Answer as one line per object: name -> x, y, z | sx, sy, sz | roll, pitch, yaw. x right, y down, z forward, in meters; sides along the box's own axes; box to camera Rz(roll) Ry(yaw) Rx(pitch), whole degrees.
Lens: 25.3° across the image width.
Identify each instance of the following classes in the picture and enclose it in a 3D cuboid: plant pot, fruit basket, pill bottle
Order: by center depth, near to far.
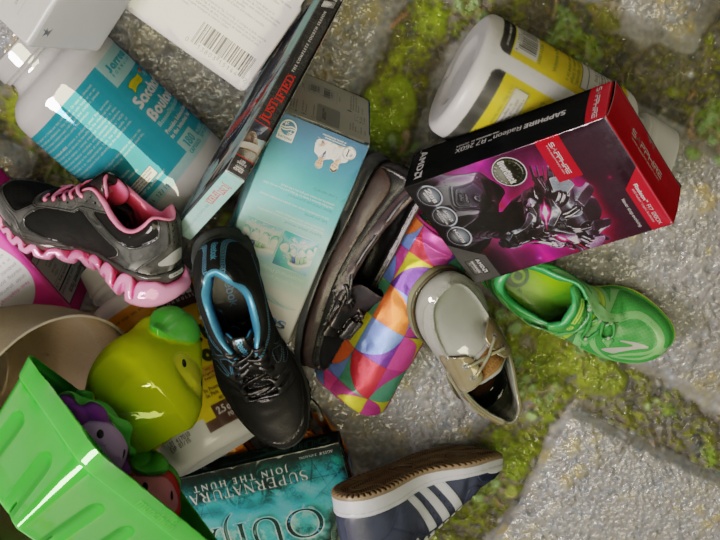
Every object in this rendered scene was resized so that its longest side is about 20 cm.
fruit basket -> -0.182, 0.134, 1.288 | 0.214, 0.155, 0.218 | -22, 134, -25
plant pot -> -0.299, 0.113, 1.347 | 0.133, 0.199, 0.203 | 21, 116, 37
pill bottle -> -0.221, -0.131, 1.388 | 0.200, 0.111, 0.111 | 42, 105, -15
pill bottle -> 0.169, -0.126, 1.392 | 0.198, 0.115, 0.115 | 28, 108, -10
pill bottle -> -0.170, 0.074, 1.434 | 0.109, 0.109, 0.202 | -31, 83, 11

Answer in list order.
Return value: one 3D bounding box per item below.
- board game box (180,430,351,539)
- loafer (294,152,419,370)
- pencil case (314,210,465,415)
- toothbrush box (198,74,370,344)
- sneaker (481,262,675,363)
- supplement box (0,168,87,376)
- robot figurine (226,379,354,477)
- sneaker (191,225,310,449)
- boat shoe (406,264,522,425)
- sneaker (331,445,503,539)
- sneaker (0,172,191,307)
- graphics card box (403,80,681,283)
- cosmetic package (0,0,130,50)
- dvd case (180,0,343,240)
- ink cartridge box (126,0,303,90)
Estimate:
board game box -> -0.099, 0.236, 1.510 | 0.197, 0.028, 0.137 | -13, 111, 5
loafer -> 0.000, 0.000, 1.405 | 0.062, 0.072, 0.202 | 23, 100, 19
pencil case -> 0.032, 0.036, 1.471 | 0.088, 0.089, 0.201 | 28, 108, -11
toothbrush box -> -0.064, -0.055, 1.400 | 0.084, 0.147, 0.202 | 20, 111, -7
sneaker -> 0.196, 0.040, 1.471 | 0.198, 0.084, 0.075 | 23, 109, -10
supplement box -> -0.345, -0.022, 1.432 | 0.101, 0.104, 0.201 | -35, 106, 13
robot figurine -> -0.087, 0.169, 1.531 | 0.144, 0.058, 0.201 | -31, 109, 10
sneaker -> -0.096, 0.068, 1.325 | 0.072, 0.082, 0.202 | -19, 111, 6
boat shoe -> 0.103, 0.069, 1.442 | 0.075, 0.068, 0.200 | -42, 141, -7
sneaker -> 0.057, 0.235, 1.504 | 0.198, 0.070, 0.110 | -12, 101, -38
sneaker -> -0.225, -0.048, 1.345 | 0.198, 0.079, 0.096 | 22, 129, 22
graphics card box -> 0.150, -0.070, 1.336 | 0.198, 0.051, 0.126 | -16, 128, 33
cosmetic package -> -0.251, -0.316, 1.277 | 0.200, 0.123, 0.200 | 42, 107, 13
dvd case -> -0.082, -0.131, 1.320 | 0.022, 0.146, 0.202 | 30, 64, -12
ink cartridge box -> -0.130, -0.282, 1.367 | 0.199, 0.045, 0.177 | 35, 107, -13
